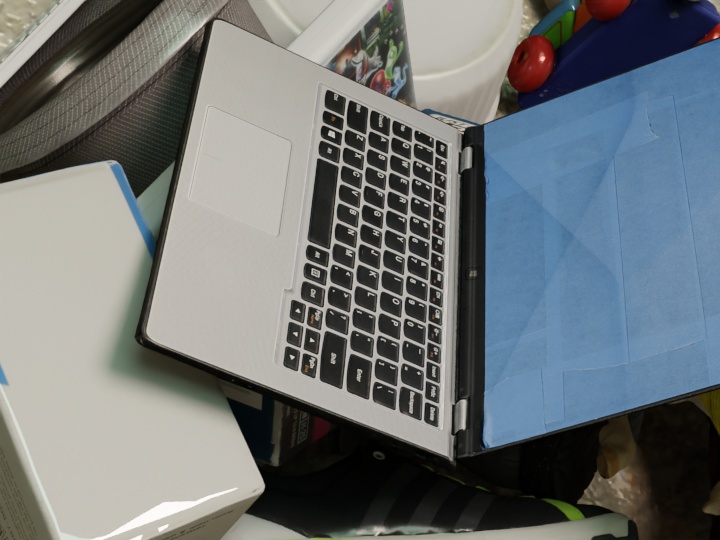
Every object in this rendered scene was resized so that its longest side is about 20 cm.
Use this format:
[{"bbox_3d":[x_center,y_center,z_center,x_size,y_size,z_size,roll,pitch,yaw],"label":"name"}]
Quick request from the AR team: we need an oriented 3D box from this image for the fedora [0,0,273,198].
[{"bbox_3d":[-0.106,-0.080,0.750,0.090,0.199,0.177,50,48,-21],"label":"fedora"}]

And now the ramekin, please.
[{"bbox_3d":[-0.001,-0.147,0.855,0.201,0.094,0.204,9,62,-17],"label":"ramekin"}]

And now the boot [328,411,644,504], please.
[{"bbox_3d":[0.072,0.053,0.788,0.131,0.070,0.200,11,13,24],"label":"boot"}]

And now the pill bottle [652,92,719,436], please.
[{"bbox_3d":[0.171,-0.001,0.624,0.108,0.110,0.201,8,34,-17],"label":"pill bottle"}]

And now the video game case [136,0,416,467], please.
[{"bbox_3d":[-0.031,-0.014,0.735,0.023,0.183,0.200,21,52,28],"label":"video game case"}]

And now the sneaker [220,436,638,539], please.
[{"bbox_3d":[0.024,0.102,0.660,0.198,0.072,0.083,-1,57,-18],"label":"sneaker"}]

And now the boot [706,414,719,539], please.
[{"bbox_3d":[0.184,0.066,0.772,0.188,0.068,0.202,-13,85,-53],"label":"boot"}]

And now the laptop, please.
[{"bbox_3d":[0.040,-0.037,0.587,0.199,0.116,0.188,23,42,-17],"label":"laptop"}]

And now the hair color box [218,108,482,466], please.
[{"bbox_3d":[0.000,0.000,0.708,0.060,0.101,0.200,18,27,29],"label":"hair color box"}]

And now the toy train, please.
[{"bbox_3d":[0.167,-0.173,0.873,0.084,0.200,0.116,23,49,-24],"label":"toy train"}]

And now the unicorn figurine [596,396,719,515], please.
[{"bbox_3d":[0.176,0.065,0.681,0.200,0.074,0.137,43,41,11],"label":"unicorn figurine"}]

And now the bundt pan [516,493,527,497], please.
[{"bbox_3d":[0.058,0.209,0.705,0.200,0.076,0.203,9,60,-17],"label":"bundt pan"}]

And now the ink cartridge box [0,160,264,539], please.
[{"bbox_3d":[-0.129,0.071,0.632,0.084,0.200,0.145,-17,71,-30],"label":"ink cartridge box"}]

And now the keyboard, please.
[{"bbox_3d":[-0.181,-0.107,0.789,0.011,0.056,0.200,49,55,-21],"label":"keyboard"}]
